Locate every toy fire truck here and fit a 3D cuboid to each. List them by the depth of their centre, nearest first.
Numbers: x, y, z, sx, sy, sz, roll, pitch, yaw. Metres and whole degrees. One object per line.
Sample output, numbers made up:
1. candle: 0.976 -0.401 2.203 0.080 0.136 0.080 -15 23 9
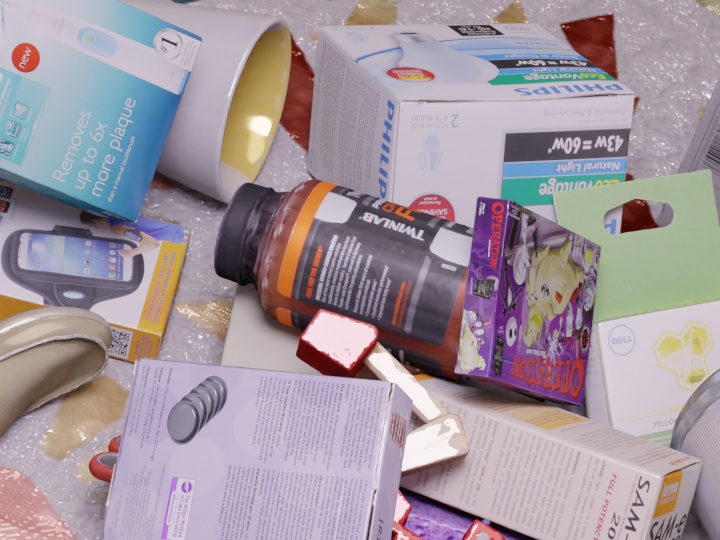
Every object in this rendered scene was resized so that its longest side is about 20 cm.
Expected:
1. toy fire truck: 0.025 0.132 1.592 0.199 0.049 0.142 30 72 4

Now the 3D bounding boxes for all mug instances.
1. mug: -0.148 -0.139 1.906 0.152 0.187 0.150 16 76 13

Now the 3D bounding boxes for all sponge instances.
1. sponge: 0.100 0.186 1.664 0.199 0.030 0.112 17 10 2

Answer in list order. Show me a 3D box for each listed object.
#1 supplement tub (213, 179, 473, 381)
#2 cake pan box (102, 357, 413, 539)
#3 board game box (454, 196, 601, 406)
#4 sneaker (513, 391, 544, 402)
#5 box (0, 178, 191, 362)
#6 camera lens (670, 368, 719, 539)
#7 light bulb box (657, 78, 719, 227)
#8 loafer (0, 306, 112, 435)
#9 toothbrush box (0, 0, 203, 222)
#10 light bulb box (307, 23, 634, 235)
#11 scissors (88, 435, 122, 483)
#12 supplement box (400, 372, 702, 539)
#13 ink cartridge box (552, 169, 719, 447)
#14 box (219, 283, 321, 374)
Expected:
1. supplement tub: 0.000 0.000 1.697 0.199 0.107 0.107 18 43 12
2. cake pan box: -0.071 0.162 1.533 0.183 0.052 0.202 2 72 22
3. board game box: 0.119 0.025 1.674 0.032 0.121 0.200 9 -4 24
4. sneaker: 0.090 0.043 1.816 0.090 0.076 0.201 4 42 -4
5. box: -0.233 -0.005 1.789 0.199 0.042 0.120 16 43 -4
6. camera lens: 0.320 0.161 1.698 0.159 0.161 0.201 -6 48 -22
7. light bulb box: 0.363 -0.124 1.962 0.124 0.199 0.200 32 44 13
8. loafer: -0.258 0.086 1.669 0.199 0.076 0.068 -19 54 -20
9. toothbrush box: -0.236 -0.138 1.742 0.199 0.085 0.147 23 84 -22
10. light bulb box: 0.082 -0.106 1.877 0.197 0.126 0.200 -3 22 -19
11. scissors: -0.091 0.145 1.607 0.199 0.014 0.073 14 16 25
12. supplement box: 0.122 0.136 1.663 0.199 0.074 0.126 19 7 20
13. ink cartridge box: 0.229 0.031 1.804 0.145 0.048 0.202 -9 91 -24
14. box: -0.063 0.075 1.737 0.082 0.069 0.201 14 44 -2
